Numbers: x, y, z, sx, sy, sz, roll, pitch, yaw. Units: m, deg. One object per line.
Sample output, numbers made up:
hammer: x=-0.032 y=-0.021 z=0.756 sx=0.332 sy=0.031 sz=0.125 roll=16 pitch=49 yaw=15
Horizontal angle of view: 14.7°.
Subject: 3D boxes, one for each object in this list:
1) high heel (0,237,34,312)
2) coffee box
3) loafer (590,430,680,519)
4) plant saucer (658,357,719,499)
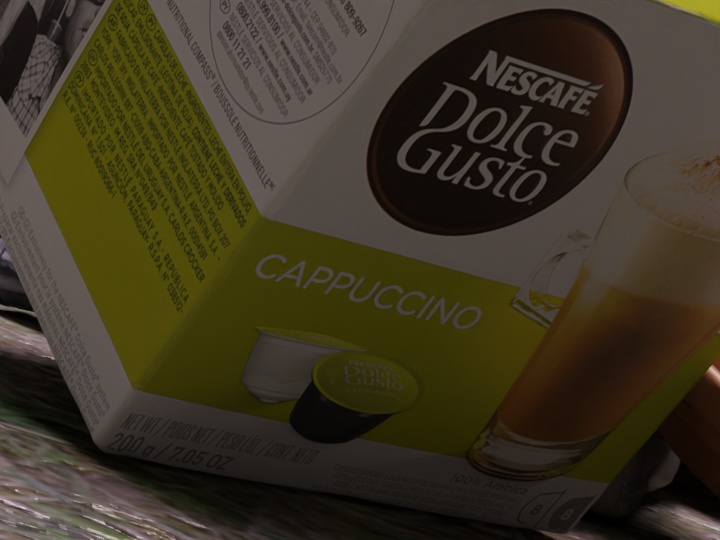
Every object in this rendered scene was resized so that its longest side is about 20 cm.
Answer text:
high heel: x=-0.028 y=-0.038 z=1.036 sx=0.142 sy=0.200 sz=0.072 roll=15 pitch=-39 yaw=29
coffee box: x=0.012 y=-0.067 z=0.869 sx=0.199 sy=0.198 sz=0.201 roll=13 pitch=36 yaw=-40
loafer: x=0.095 y=0.046 z=1.062 sx=0.070 sy=0.070 sz=0.200 roll=18 pitch=5 yaw=4
plant saucer: x=0.174 y=0.079 z=0.948 sx=0.199 sy=0.038 sz=0.200 roll=32 pitch=12 yaw=-8
